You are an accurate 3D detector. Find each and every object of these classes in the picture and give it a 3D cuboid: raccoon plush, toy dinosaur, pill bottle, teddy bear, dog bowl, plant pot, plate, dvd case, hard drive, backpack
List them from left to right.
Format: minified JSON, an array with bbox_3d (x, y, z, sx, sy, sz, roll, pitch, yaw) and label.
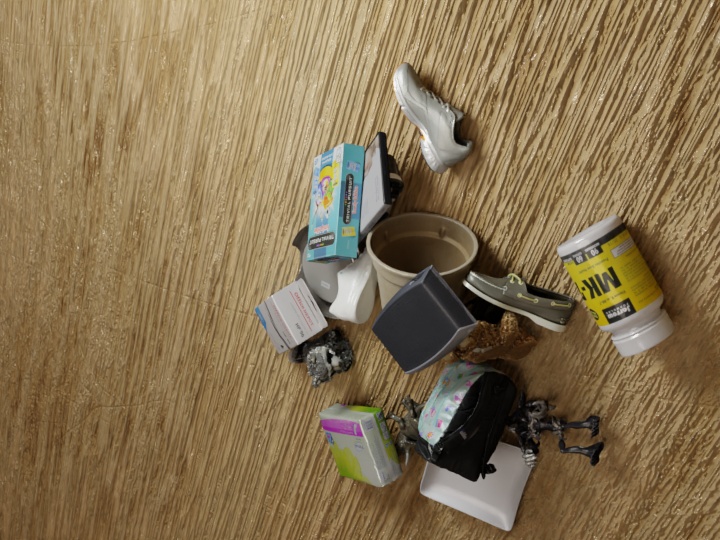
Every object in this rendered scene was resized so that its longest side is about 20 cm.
[{"bbox_3d":[-0.105,0.204,1.805,0.199,0.133,0.098,-28,91,40],"label":"raccoon plush"},{"bbox_3d":[-0.050,-0.007,1.731,0.198,0.058,0.204,15,116,33],"label":"dog bowl"},{"bbox_3d":[0.007,-0.138,1.553,0.200,0.017,0.145,132,139,-58],"label":"dvd case"},{"bbox_3d":[0.115,0.302,1.715,0.102,0.077,0.200,45,139,7],"label":"toy dinosaur"},{"bbox_3d":[0.107,0.026,1.556,0.198,0.200,0.186,23,131,28],"label":"plant pot"},{"bbox_3d":[0.099,0.092,1.437,0.135,0.042,0.200,52,141,7],"label":"hard drive"},{"bbox_3d":[0.190,0.261,1.550,0.126,0.166,0.202,23,86,50],"label":"backpack"},{"bbox_3d":[0.226,0.392,1.674,0.197,0.032,0.202,19,121,15],"label":"plate"},{"bbox_3d":[0.215,0.117,1.503,0.146,0.197,0.068,105,151,-53],"label":"teddy bear"},{"bbox_3d":[0.408,0.025,1.361,0.114,0.114,0.202,-31,88,40],"label":"pill bottle"}]

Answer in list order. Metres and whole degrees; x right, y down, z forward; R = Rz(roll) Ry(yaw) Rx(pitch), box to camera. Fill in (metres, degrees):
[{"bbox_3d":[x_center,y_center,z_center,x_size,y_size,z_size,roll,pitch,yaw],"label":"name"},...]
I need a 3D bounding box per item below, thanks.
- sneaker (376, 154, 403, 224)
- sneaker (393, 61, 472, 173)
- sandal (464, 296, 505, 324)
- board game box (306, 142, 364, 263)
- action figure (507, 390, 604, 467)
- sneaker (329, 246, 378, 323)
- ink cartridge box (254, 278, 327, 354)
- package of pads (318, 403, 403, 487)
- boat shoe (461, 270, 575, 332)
[{"bbox_3d":[0.029,-0.147,1.615,0.200,0.065,0.092,125,147,-55],"label":"sneaker"},{"bbox_3d":[0.132,-0.276,1.488,0.091,0.076,0.202,-22,101,32],"label":"sneaker"},{"bbox_3d":[0.210,0.090,1.575,0.055,0.081,0.202,56,141,34],"label":"sandal"},{"bbox_3d":[-0.048,-0.121,1.593,0.151,0.046,0.204,170,105,-66],"label":"board game box"},{"bbox_3d":[0.328,0.284,1.532,0.197,0.101,0.121,5,97,35],"label":"action figure"},{"bbox_3d":[0.000,0.000,1.615,0.087,0.202,0.075,8,153,38],"label":"sneaker"},{"bbox_3d":[-0.147,0.098,1.787,0.117,0.067,0.200,60,156,1],"label":"ink cartridge box"},{"bbox_3d":[-0.001,0.366,1.797,0.199,0.067,0.157,-10,101,61],"label":"package of pads"},{"bbox_3d":[0.271,0.039,1.465,0.199,0.072,0.061,23,107,-6],"label":"boat shoe"}]
